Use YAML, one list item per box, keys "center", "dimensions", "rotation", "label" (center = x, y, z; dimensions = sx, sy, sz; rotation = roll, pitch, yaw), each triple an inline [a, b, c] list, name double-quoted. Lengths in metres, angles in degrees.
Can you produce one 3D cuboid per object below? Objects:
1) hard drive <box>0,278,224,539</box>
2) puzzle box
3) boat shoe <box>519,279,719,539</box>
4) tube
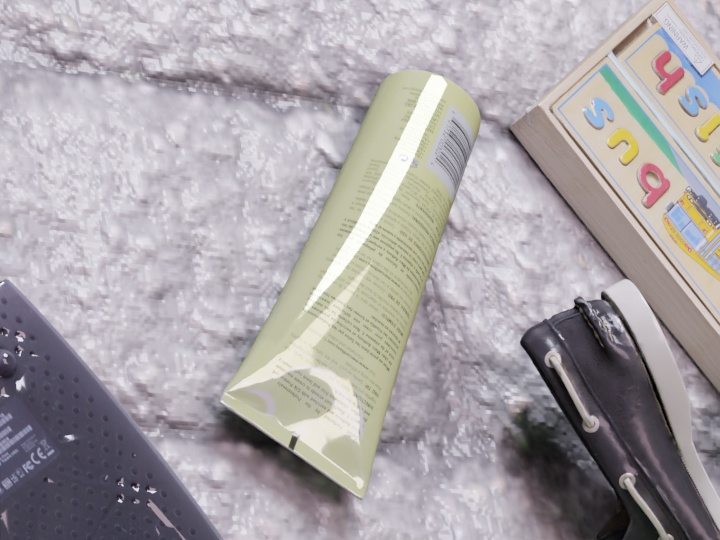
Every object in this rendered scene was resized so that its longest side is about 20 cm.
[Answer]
- center: [-0.120, 0.116, 1.140]
  dimensions: [0.200, 0.042, 0.135]
  rotation: [52, 46, -2]
  label: "hard drive"
- center: [0.172, -0.028, 1.466]
  dimensions: [0.200, 0.025, 0.133]
  rotation: [51, 46, -4]
  label: "puzzle box"
- center: [0.132, 0.106, 1.333]
  dimensions: [0.060, 0.074, 0.201]
  rotation: [-23, 99, -3]
  label: "boat shoe"
- center: [0.000, 0.000, 1.302]
  dimensions: [0.058, 0.052, 0.201]
  rotation: [9, 53, 15]
  label: "tube"
